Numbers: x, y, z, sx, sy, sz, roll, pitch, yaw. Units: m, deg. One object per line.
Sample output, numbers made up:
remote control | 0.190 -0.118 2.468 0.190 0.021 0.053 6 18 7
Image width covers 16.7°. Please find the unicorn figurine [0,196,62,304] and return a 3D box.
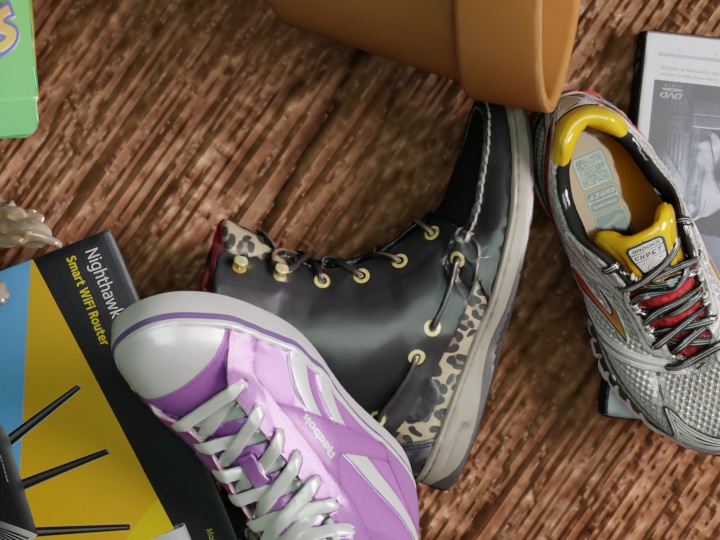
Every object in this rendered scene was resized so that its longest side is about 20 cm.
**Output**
unicorn figurine | -0.257 -0.016 1.189 0.199 0.137 0.074 6 112 -27

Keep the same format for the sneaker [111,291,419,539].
sneaker | -0.036 0.095 1.139 0.073 0.115 0.200 -34 127 25

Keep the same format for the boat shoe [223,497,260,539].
boat shoe | -0.081 0.148 1.233 0.199 0.060 0.074 -3 92 -6

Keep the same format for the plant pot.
plant pot | 0.034 -0.181 1.180 0.139 0.200 0.201 5 91 10

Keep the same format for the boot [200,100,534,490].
boot | 0.000 0.000 1.233 0.150 0.073 0.201 12 97 -9

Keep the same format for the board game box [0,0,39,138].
board game box | -0.213 -0.164 1.226 0.095 0.030 0.201 -4 89 -6

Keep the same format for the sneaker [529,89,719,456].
sneaker | 0.139 0.004 1.220 0.078 0.082 0.201 -30 92 0

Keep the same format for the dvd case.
dvd case | 0.208 -0.017 1.279 0.149 0.025 0.201 6 91 -6

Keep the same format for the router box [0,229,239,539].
router box | -0.153 0.098 1.188 0.148 0.051 0.201 -22 68 -8
